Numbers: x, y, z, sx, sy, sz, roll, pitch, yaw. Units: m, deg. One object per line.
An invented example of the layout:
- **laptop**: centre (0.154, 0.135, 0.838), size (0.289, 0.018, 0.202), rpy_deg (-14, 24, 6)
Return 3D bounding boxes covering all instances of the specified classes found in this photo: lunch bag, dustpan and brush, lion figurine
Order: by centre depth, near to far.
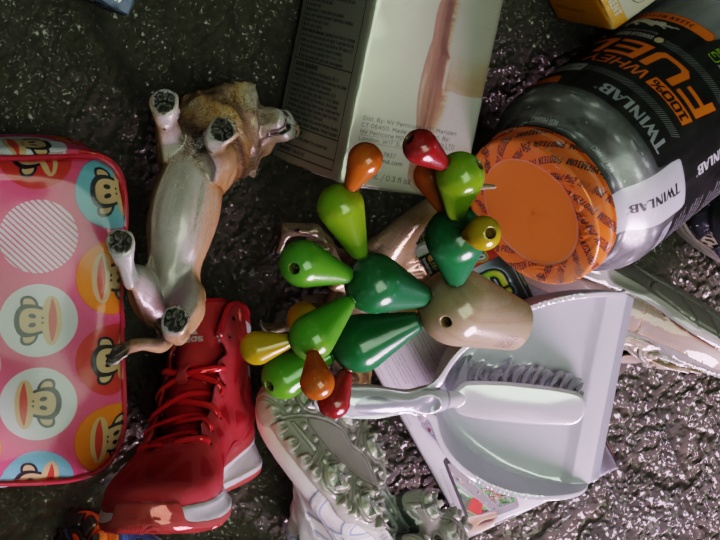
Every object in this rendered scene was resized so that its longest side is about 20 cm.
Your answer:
- **lunch bag**: centre (-0.222, 0.024, 1.231), size (0.176, 0.082, 0.200), rpy_deg (-2, 102, -23)
- **lion figurine**: centre (-0.099, -0.026, 1.238), size (0.072, 0.122, 0.200), rpy_deg (20, 75, 6)
- **dustpan and brush**: centre (0.066, 0.076, 1.323), size (0.200, 0.057, 0.140), rpy_deg (4, 109, -11)

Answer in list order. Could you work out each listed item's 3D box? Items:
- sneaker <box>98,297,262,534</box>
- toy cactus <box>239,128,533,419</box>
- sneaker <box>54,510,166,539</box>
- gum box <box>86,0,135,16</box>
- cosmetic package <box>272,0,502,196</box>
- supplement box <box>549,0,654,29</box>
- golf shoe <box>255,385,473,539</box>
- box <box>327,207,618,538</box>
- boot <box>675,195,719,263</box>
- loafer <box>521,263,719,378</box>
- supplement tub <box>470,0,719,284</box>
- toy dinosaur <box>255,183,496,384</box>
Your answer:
- **sneaker**: centre (-0.106, 0.078, 1.249), size (0.078, 0.200, 0.116), rpy_deg (-2, 98, 6)
- **toy cactus**: centre (0.031, 0.015, 1.232), size (0.165, 0.102, 0.200), rpy_deg (17, 117, -33)
- **sneaker**: centre (-0.152, 0.246, 1.317), size (0.078, 0.075, 0.200), rpy_deg (9, 99, -29)
- **gum box**: centre (-0.185, -0.259, 1.206), size (0.200, 0.045, 0.170), rpy_deg (23, 91, -26)
- **cosmetic package**: centre (0.022, -0.150, 1.293), size (0.087, 0.103, 0.200), rpy_deg (8, 100, -26)
- **supplement box**: centre (0.189, -0.257, 1.360), size (0.200, 0.074, 0.126), rpy_deg (-37, 114, -13)
- **golf shoe**: centre (-0.019, 0.144, 1.339), size (0.097, 0.078, 0.200), rpy_deg (-21, 125, 29)
- **box**: centre (0.071, 0.063, 1.376), size (0.110, 0.035, 0.200), rpy_deg (-25, 112, 7)
- **boot**: centre (0.313, -0.001, 1.426), size (0.203, 0.154, 0.074), rpy_deg (26, 90, -26)
- **loafer**: centre (0.165, 0.027, 1.422), size (0.200, 0.072, 0.063), rpy_deg (28, 107, -20)
- **supplement tub**: centre (0.162, -0.079, 1.327), size (0.200, 0.123, 0.123), rpy_deg (-37, 115, -38)
- **toy dinosaur**: centre (0.000, 0.000, 1.302), size (0.101, 0.058, 0.200), rpy_deg (14, 126, -18)
